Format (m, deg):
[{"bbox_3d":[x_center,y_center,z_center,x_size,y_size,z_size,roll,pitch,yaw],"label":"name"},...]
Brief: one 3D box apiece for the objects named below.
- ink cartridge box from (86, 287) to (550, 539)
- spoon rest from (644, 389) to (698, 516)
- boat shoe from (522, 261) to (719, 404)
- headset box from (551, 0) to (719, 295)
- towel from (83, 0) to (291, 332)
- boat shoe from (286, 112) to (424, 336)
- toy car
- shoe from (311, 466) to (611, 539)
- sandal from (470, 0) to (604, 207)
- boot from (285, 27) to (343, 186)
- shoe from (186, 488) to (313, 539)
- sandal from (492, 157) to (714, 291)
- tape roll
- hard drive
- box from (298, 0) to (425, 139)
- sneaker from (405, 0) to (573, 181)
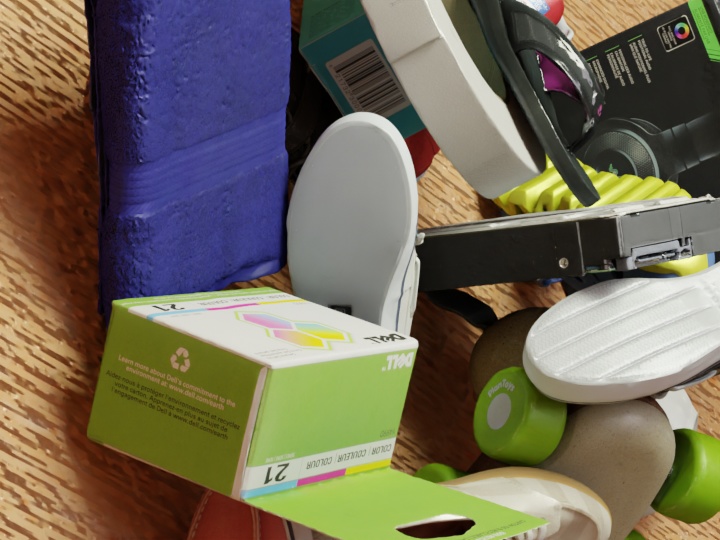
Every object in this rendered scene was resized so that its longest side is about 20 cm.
[{"bbox_3d":[-0.013,0.075,1.175,0.148,0.199,0.076,-5,110,-59],"label":"ink cartridge box"},{"bbox_3d":[0.192,0.086,1.526,0.200,0.060,0.100,87,19,-53],"label":"spoon rest"},{"bbox_3d":[0.179,0.043,1.332,0.199,0.071,0.072,-15,58,-23],"label":"boat shoe"},{"bbox_3d":[0.220,-0.083,1.593,0.093,0.200,0.175,-16,84,-56],"label":"headset box"},{"bbox_3d":[-0.092,-0.077,1.221,0.148,0.049,0.201,-28,127,-52],"label":"towel"},{"bbox_3d":[0.005,0.001,1.319,0.086,0.074,0.203,-58,149,-66],"label":"boat shoe"},{"bbox_3d":[0.103,0.087,1.427,0.164,0.158,0.200,21,29,-32],"label":"toy car"},{"bbox_3d":[0.050,0.148,1.289,0.199,0.070,0.053,5,35,-19],"label":"shoe"},{"bbox_3d":[0.107,-0.131,1.385,0.075,0.048,0.201,40,26,-60],"label":"sandal"},{"bbox_3d":[-0.060,-0.098,1.338,0.174,0.069,0.200,49,37,-25],"label":"boot"},{"bbox_3d":[-0.078,0.179,1.149,0.091,0.071,0.201,33,51,-47],"label":"shoe"},{"bbox_3d":[0.161,-0.017,1.518,0.079,0.200,0.087,-25,117,-21],"label":"sandal"},{"bbox_3d":[0.048,-0.138,1.358,0.203,0.037,0.203,57,16,-26],"label":"tape roll"},{"bbox_3d":[0.102,-0.014,1.392,0.140,0.199,0.038,-10,94,-54],"label":"hard drive"},{"bbox_3d":[0.007,-0.149,1.412,0.082,0.049,0.200,57,15,-22],"label":"box"},{"bbox_3d":[0.068,-0.133,1.493,0.071,0.112,0.200,51,37,-22],"label":"sneaker"}]
